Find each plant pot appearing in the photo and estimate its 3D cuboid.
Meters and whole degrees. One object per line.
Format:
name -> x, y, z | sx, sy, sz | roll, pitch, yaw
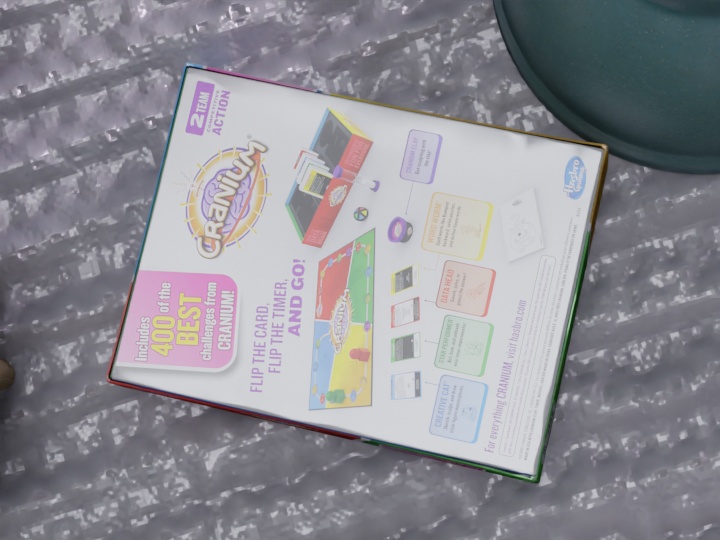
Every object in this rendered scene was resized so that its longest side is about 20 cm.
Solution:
plant pot -> 0.151, -0.154, 0.770 | 0.199, 0.134, 0.201 | -1, 81, 8

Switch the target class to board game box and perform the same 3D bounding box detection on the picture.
board game box -> 0.000, 0.000, 0.812 | 0.199, 0.040, 0.154 | 13, 83, 9

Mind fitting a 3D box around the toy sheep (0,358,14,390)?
toy sheep -> -0.225, 0.071, 0.783 | 0.137, 0.138, 0.201 | 26, 85, 11
